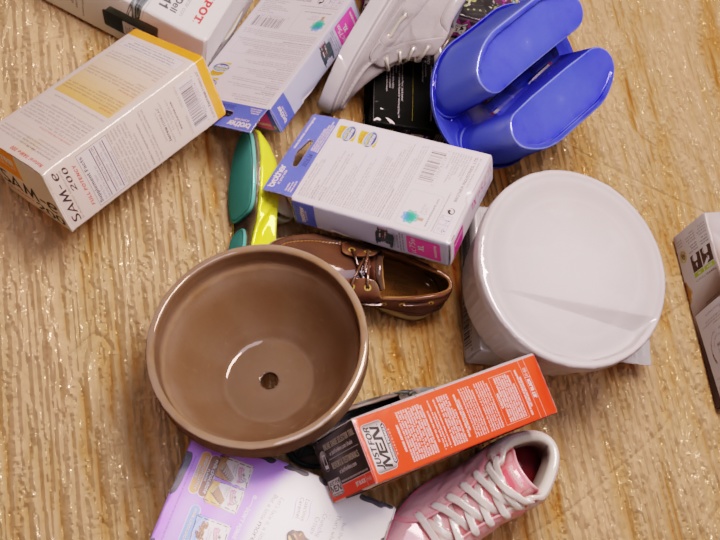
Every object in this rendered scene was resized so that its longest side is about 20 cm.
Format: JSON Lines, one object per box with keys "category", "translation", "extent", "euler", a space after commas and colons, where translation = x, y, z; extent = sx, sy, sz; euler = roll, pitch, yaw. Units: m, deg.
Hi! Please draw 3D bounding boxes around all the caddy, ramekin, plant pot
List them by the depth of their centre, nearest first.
{"category": "plant pot", "translation": [-0.089, 0.085, 0.993], "extent": [0.199, 0.093, 0.202], "euler": [-2, 59, 3]}
{"category": "ramekin", "translation": [0.192, 0.012, 1.075], "extent": [0.200, 0.094, 0.204], "euler": [6, 68, -15]}
{"category": "caddy", "translation": [0.161, -0.195, 1.112], "extent": [0.200, 0.105, 0.142], "euler": [-40, 103, -25]}

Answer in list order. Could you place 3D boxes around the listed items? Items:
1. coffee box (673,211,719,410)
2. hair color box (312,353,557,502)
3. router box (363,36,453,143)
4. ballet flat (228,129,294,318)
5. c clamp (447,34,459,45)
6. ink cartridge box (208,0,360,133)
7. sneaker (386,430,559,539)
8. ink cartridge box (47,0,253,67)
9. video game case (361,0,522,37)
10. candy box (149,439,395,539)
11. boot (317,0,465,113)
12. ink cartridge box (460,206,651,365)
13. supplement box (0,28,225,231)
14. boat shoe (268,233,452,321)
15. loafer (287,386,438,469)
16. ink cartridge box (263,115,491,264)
{"category": "coffee box", "translation": [0.425, 0.041, 1.172], "extent": [0.113, 0.080, 0.202], "euler": [-3, 70, -14]}
{"category": "hair color box", "translation": [0.067, 0.142, 0.980], "extent": [0.199, 0.101, 0.062], "euler": [-15, 77, -28]}
{"category": "router box", "translation": [0.080, -0.233, 1.213], "extent": [0.148, 0.051, 0.202], "euler": [7, 69, -12]}
{"category": "ballet flat", "translation": [-0.101, -0.042, 1.102], "extent": [0.067, 0.067, 0.202], "euler": [14, 68, -30]}
{"category": "c clamp", "translation": [0.163, -0.187, 1.182], "extent": [0.199, 0.027, 0.172], "euler": [-17, 72, -23]}
{"category": "ink cartridge box", "translation": [-0.097, -0.214, 1.143], "extent": [0.119, 0.042, 0.201], "euler": [15, 59, 34]}
{"category": "sneaker", "translation": [0.107, 0.215, 1.022], "extent": [0.199, 0.105, 0.076], "euler": [-33, 81, -21]}
{"category": "ink cartridge box", "translation": [-0.221, -0.319, 1.161], "extent": [0.199, 0.083, 0.147], "euler": [27, 66, -2]}
{"category": "video game case", "translation": [0.096, -0.348, 1.216], "extent": [0.180, 0.036, 0.201], "euler": [11, 57, -9]}
{"category": "candy box", "translation": [-0.090, 0.260, 0.977], "extent": [0.199, 0.072, 0.169], "euler": [23, 66, -3]}
{"category": "boot", "translation": [0.039, -0.232, 1.120], "extent": [0.095, 0.074, 0.201], "euler": [31, 109, -3]}
{"category": "ink cartridge box", "translation": [0.205, 0.023, 1.154], "extent": [0.198, 0.047, 0.162], "euler": [7, 68, -16]}
{"category": "supplement box", "translation": [-0.250, -0.142, 1.064], "extent": [0.200, 0.074, 0.126], "euler": [-41, 46, -22]}
{"category": "boat shoe", "translation": [0.000, 0.001, 1.076], "extent": [0.198, 0.067, 0.073], "euler": [12, 71, -23]}
{"category": "loafer", "translation": [0.028, 0.152, 1.049], "extent": [0.198, 0.063, 0.072], "euler": [-9, 71, -16]}
{"category": "ink cartridge box", "translation": [0.018, -0.084, 1.073], "extent": [0.198, 0.042, 0.120], "euler": [18, 56, 18]}
